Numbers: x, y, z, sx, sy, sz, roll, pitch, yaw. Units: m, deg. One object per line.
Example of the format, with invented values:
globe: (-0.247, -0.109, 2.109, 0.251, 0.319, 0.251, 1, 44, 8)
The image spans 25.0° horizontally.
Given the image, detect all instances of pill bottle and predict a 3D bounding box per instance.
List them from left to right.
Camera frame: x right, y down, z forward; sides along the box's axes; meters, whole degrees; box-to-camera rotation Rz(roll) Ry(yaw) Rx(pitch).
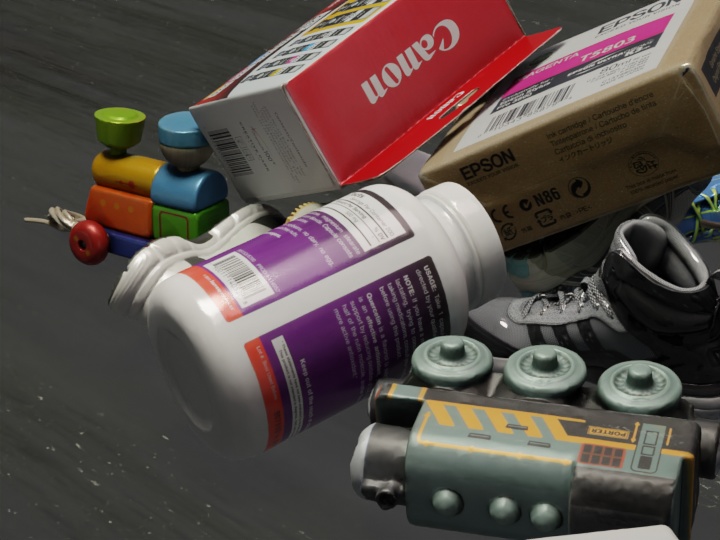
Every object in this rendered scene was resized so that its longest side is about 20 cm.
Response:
pill bottle: (-0.016, 0.022, 0.947, 0.199, 0.113, 0.112, -25, 31, -23)

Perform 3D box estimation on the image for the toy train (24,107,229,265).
toy train: (-0.184, -0.070, 1.215, 0.199, 0.117, 0.084, 14, 24, 30)

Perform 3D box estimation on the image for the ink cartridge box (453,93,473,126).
ink cartridge box: (0.184, -0.130, 1.449, 0.198, 0.076, 0.165, 4, 20, 5)

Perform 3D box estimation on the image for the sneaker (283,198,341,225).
sneaker: (0.000, 0.000, 1.083, 0.090, 0.076, 0.200, 24, 19, 12)

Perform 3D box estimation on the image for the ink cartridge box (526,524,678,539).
ink cartridge box: (0.087, 0.188, 0.621, 0.144, 0.084, 0.200, -3, 22, -11)

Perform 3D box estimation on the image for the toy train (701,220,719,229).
toy train: (0.276, 0.025, 1.053, 0.199, 0.085, 0.115, 19, 44, 41)

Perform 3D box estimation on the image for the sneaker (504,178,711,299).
sneaker: (0.176, -0.022, 1.134, 0.199, 0.087, 0.077, -33, 27, -31)

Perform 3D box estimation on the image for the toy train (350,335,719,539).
toy train: (0.092, 0.097, 0.865, 0.198, 0.086, 0.114, 7, 31, 15)

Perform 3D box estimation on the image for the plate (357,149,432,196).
plate: (0.073, -0.049, 1.217, 0.199, 0.033, 0.200, 18, 13, -26)

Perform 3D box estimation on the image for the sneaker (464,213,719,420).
sneaker: (0.142, 0.018, 1.004, 0.198, 0.115, 0.075, 13, 32, 25)

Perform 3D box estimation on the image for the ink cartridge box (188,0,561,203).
ink cartridge box: (0.011, -0.140, 1.123, 0.200, 0.084, 0.175, -41, 20, -28)

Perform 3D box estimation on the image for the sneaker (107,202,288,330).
sneaker: (-0.089, 0.013, 1.103, 0.080, 0.074, 0.200, 38, 28, 12)

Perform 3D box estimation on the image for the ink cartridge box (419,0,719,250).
ink cartridge box: (0.157, -0.100, 1.056, 0.199, 0.075, 0.165, -21, 20, 31)

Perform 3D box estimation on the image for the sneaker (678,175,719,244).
sneaker: (0.264, -0.039, 1.246, 0.198, 0.076, 0.105, 2, 32, 23)
